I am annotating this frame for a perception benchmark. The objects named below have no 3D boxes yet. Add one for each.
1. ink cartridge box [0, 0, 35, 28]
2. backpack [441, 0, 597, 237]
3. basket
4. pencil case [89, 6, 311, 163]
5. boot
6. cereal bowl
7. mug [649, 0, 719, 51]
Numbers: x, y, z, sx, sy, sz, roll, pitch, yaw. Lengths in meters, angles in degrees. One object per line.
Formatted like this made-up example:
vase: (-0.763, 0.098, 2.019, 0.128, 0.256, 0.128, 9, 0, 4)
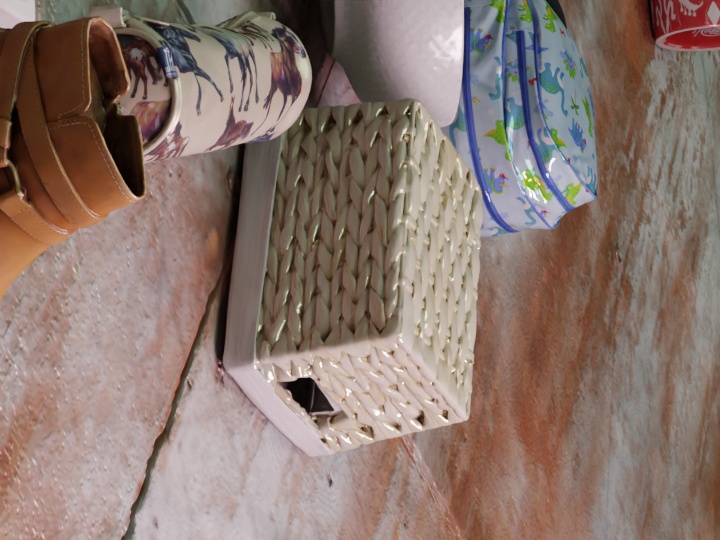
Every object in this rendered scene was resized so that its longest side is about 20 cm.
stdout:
ink cartridge box: (-0.233, -0.227, 1.236, 0.144, 0.084, 0.202, 28, 55, -61)
backpack: (0.116, -0.124, 1.933, 0.163, 0.153, 0.201, 56, 45, -54)
basket: (0.000, 0.000, 1.616, 0.136, 0.123, 0.201, 50, 37, -50)
pencil case: (-0.101, -0.114, 1.493, 0.200, 0.077, 0.090, -17, 115, -66)
boot: (-0.169, -0.020, 1.208, 0.074, 0.154, 0.201, -34, 112, -64)
cereal bowl: (0.016, -0.197, 1.741, 0.200, 0.083, 0.202, 176, -90, -84)
mug: (0.356, -0.329, 2.545, 0.177, 0.133, 0.202, 15, 70, -62)
